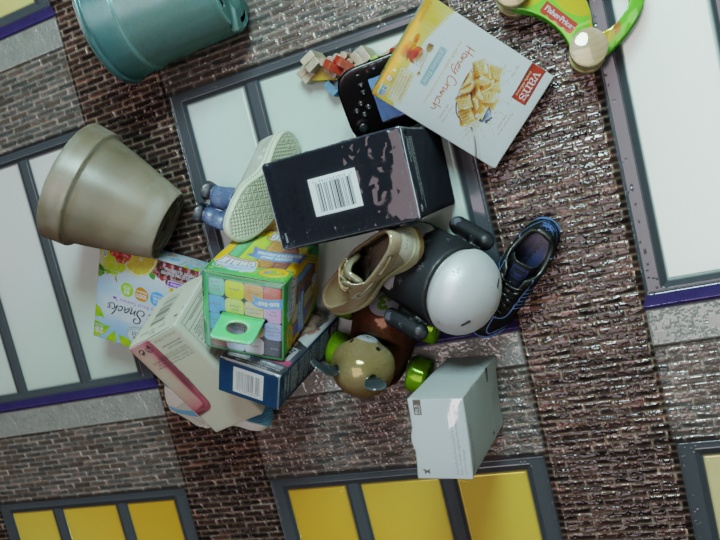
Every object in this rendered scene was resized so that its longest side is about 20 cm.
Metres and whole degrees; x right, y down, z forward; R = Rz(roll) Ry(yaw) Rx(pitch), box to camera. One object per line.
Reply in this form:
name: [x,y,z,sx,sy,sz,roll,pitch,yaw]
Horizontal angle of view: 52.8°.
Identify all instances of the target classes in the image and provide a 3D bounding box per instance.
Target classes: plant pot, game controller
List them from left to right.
plant pot: [-0.388,-0.109,1.173,0.172,0.200,0.201,24,109,-3]
plant pot: [-0.282,-0.400,1.068,0.194,0.200,0.202,-11,96,14]
game controller: [0.071,-0.254,0.995,0.198,0.042,0.105,-19,126,6]

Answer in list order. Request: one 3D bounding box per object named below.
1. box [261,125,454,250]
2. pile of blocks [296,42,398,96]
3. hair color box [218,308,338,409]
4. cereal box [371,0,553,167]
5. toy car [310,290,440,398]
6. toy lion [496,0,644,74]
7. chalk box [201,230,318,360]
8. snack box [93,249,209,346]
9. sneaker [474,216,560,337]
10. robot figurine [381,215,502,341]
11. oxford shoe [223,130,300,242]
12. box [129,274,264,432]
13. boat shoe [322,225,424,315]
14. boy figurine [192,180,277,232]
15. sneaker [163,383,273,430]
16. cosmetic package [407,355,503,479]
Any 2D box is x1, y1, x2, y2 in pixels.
box: [0.007,-0.116,0.996,0.198,0.198,0.124,-11,97,22]
pile of blocks: [-0.005,-0.283,1.043,0.198,0.062,0.083,-2,100,22]
hair color box: [-0.118,0.120,1.087,0.099,0.200,0.061,15,116,17]
cereal box: [0.134,-0.248,0.962,0.199,0.040,0.144,28,108,-11]
toy car: [0.010,0.117,1.040,0.163,0.200,0.159,15,106,17]
toy lion: [0.278,-0.383,0.920,0.200,0.069,0.192,42,104,9]
chalk box: [-0.147,0.038,1.031,0.123,0.200,0.125,10,117,10]
snack box: [-0.351,0.052,1.238,0.198,0.068,0.170,16,106,18]
sneaker: [0.208,0.014,1.010,0.070,0.078,0.201,32,110,12]
robot figurine: [0.104,0.008,1.003,0.200,0.124,0.152,32,122,45]
oxford shoe: [-0.153,-0.125,1.086,0.057,0.201,0.075,-2,144,39]
box: [-0.232,0.129,1.122,0.108,0.128,0.200,-26,116,28]
boat shoe: [0.000,0.000,0.977,0.200,0.065,0.073,-36,61,43]
boy figurine: [-0.162,-0.084,1.141,0.198,0.064,0.125,18,91,14]
sneaker: [-0.239,0.229,1.234,0.198,0.077,0.081,17,128,14]
cosmetic package: [0.136,0.198,1.007,0.080,0.200,0.114,-6,99,22]
